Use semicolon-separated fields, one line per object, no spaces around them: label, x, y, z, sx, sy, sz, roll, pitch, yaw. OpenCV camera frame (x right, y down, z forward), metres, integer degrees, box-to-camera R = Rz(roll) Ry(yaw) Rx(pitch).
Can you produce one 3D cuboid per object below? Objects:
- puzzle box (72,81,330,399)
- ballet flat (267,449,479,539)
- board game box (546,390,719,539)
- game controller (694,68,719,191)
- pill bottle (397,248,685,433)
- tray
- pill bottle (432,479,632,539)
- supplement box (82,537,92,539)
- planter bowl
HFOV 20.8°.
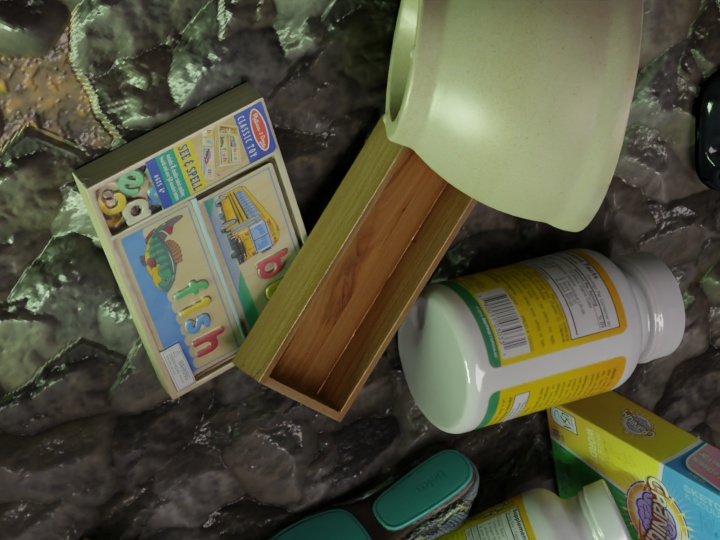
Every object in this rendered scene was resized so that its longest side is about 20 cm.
puzzle box;-0.102;-0.017;1.327;0.133;0.025;0.200;-30;133;-14
ballet flat;0.007;0.211;1.537;0.200;0.074;0.074;-24;132;-13
board game box;0.242;0.184;1.576;0.040;0.200;0.153;-38;136;-27
game controller;0.347;-0.132;1.543;0.200;0.042;0.104;-19;115;-22
pill bottle;0.139;0.046;1.472;0.200;0.113;0.113;-14;128;-25
tray;0.000;0.000;1.372;0.099;0.037;0.200;31;92;-49
pill bottle;0.117;0.240;1.567;0.200;0.104;0.104;-24;134;6
supplement box;-0.153;0.299;1.455;0.200;0.073;0.126;46;64;-44
planter bowl;0.090;-0.134;1.277;0.135;0.200;0.200;9;119;-7
